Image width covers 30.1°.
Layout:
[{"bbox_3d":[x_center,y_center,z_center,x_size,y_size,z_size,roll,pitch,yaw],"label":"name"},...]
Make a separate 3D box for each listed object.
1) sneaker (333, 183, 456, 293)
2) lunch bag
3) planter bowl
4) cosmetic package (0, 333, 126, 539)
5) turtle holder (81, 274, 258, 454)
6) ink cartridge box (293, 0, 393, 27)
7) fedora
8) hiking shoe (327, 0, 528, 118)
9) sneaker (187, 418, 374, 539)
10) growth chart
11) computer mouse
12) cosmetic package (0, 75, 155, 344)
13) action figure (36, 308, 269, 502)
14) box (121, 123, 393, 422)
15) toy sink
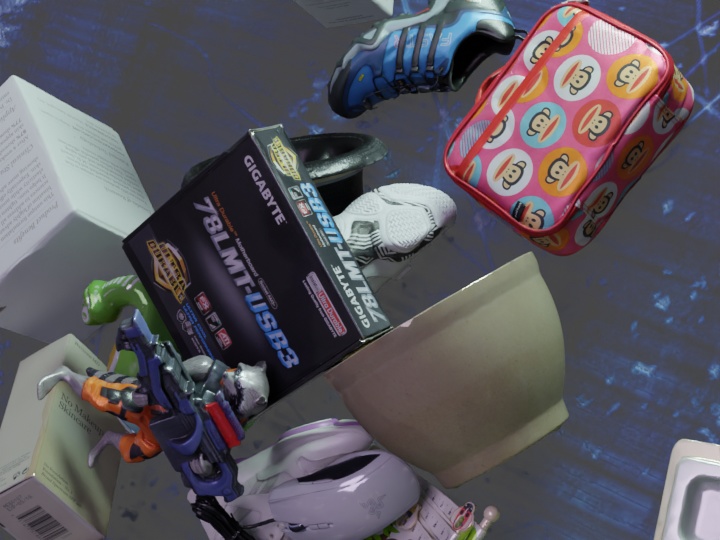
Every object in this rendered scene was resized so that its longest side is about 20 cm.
[{"bbox_3d":[0.000,0.000,1.239,0.199,0.115,0.075,-28,56,-19],"label":"sneaker"},{"bbox_3d":[0.173,-0.131,1.176,0.176,0.082,0.200,40,95,38],"label":"lunch bag"},{"bbox_3d":[0.088,0.093,1.097,0.200,0.200,0.135,-32,86,18],"label":"planter bowl"},{"bbox_3d":[-0.288,0.169,1.286,0.073,0.104,0.201,-28,33,20],"label":"cosmetic package"},{"bbox_3d":[-0.185,0.095,1.255,0.132,0.185,0.141,-35,34,38],"label":"turtle holder"},{"bbox_3d":[-0.044,-0.347,1.300,0.083,0.200,0.146,-3,72,30],"label":"ink cartridge box"},{"bbox_3d":[-0.067,-0.068,1.274,0.200,0.200,0.092,0,110,31],"label":"fedora"},{"bbox_3d":[0.055,-0.199,1.267,0.200,0.074,0.087,-34,59,17],"label":"hiking shoe"},{"bbox_3d":[-0.061,0.201,1.219,0.199,0.075,0.100,-30,75,24],"label":"sneaker"},{"bbox_3d":[0.022,0.231,1.140,0.145,0.018,0.200,-57,34,-8],"label":"growth chart"},{"bbox_3d":[-0.042,0.208,1.135,0.199,0.110,0.044,-25,18,27],"label":"computer mouse"},{"bbox_3d":[-0.331,-0.056,1.398,0.167,0.166,0.201,-39,58,15],"label":"cosmetic package"},{"bbox_3d":[-0.168,0.096,1.121,0.192,0.201,0.105,-5,34,17],"label":"action figure"},{"bbox_3d":[-0.093,0.011,1.143,0.198,0.050,0.201,-34,82,40],"label":"box"},{"bbox_3d":[0.271,0.195,0.931,0.112,0.200,0.131,7,78,32],"label":"toy sink"}]
